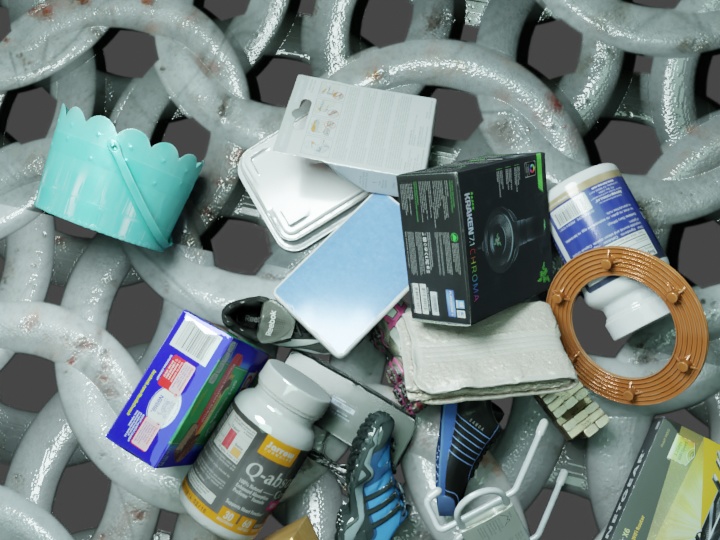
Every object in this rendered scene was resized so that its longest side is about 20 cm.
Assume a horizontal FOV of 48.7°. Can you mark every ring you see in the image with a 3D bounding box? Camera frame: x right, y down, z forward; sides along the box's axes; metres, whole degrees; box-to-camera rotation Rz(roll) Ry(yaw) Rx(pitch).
[{"bbox_3d":[0.308,0.069,0.945,0.019,0.201,0.201,-27,70,-44],"label":"ring"}]

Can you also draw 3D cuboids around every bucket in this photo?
[{"bbox_3d":[-0.320,-0.117,1.052,0.205,0.207,0.136,21,90,10],"label":"bucket"}]

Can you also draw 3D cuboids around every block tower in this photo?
[{"bbox_3d":[0.228,0.124,1.009,0.054,0.058,0.201,-36,75,-3],"label":"block tower"}]

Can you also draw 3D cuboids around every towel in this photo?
[{"bbox_3d":[0.144,0.093,0.943,0.197,0.035,0.133,-6,43,-1],"label":"towel"}]

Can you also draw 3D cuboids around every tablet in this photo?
[{"bbox_3d":[0.000,0.000,0.998,0.130,0.014,0.200,41,77,21],"label":"tablet"}]

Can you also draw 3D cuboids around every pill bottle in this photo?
[{"bbox_3d":[-0.127,0.219,0.981,0.116,0.116,0.201,33,93,12],"label":"pill bottle"},{"bbox_3d":[0.314,-0.022,1.002,0.115,0.116,0.202,-25,78,0],"label":"pill bottle"}]

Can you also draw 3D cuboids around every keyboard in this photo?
[{"bbox_3d":[-0.035,0.200,1.040,0.199,0.021,0.128,29,81,12],"label":"keyboard"}]

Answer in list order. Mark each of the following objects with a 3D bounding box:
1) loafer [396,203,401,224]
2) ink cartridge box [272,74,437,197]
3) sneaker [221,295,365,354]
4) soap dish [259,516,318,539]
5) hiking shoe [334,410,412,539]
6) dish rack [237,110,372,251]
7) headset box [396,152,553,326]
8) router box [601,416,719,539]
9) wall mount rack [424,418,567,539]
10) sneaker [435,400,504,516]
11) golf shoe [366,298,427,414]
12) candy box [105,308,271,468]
[{"bbox_3d":[0.065,-0.059,1.057,0.198,0.076,0.069,-18,70,-2],"label":"loafer"},{"bbox_3d":[-0.002,-0.180,1.065,0.197,0.057,0.164,8,51,6],"label":"ink cartridge box"},{"bbox_3d":[-0.092,0.070,1.024,0.197,0.090,0.067,7,87,16],"label":"sneaker"},{"bbox_3d":[-0.121,0.418,0.968,0.198,0.081,0.159,-27,76,-2],"label":"soap dish"},{"bbox_3d":[0.024,0.269,0.982,0.086,0.074,0.203,10,103,-7],"label":"hiking shoe"},{"bbox_3d":[-0.062,-0.142,1.107,0.199,0.044,0.173,-32,76,-1],"label":"dish rack"},{"bbox_3d":[0.147,-0.045,0.963,0.092,0.199,0.177,4,104,43],"label":"headset box"},{"bbox_3d":[0.391,0.302,0.953,0.156,0.052,0.202,25,81,11],"label":"router box"},{"bbox_3d":[0.173,0.274,0.941,0.172,0.201,0.075,-29,41,1],"label":"wall mount rack"},{"bbox_3d":[0.134,0.208,0.975,0.077,0.070,0.203,5,101,2],"label":"sneaker"},{"bbox_3d":[0.059,0.079,1.035,0.091,0.073,0.202,-22,83,-16],"label":"golf shoe"},{"bbox_3d":[-0.201,0.150,0.976,0.076,0.200,0.170,30,83,10],"label":"candy box"}]
